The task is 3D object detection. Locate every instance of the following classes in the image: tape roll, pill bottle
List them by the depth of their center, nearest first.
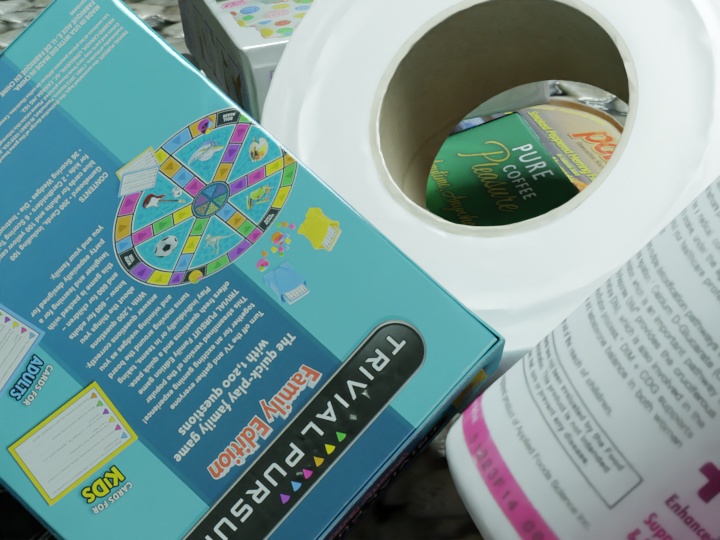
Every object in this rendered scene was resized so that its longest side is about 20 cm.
[{"bbox_3d":[0.133,0.029,0.638,0.200,0.113,0.114,-44,20,15],"label":"pill bottle"},{"bbox_3d":[0.064,-0.046,0.767,0.201,0.071,0.204,-8,63,16],"label":"tape roll"}]

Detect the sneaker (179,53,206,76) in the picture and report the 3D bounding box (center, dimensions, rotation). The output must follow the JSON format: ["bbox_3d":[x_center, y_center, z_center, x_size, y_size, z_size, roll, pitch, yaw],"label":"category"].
[{"bbox_3d":[-0.125,-0.053,0.941,0.199,0.081,0.071,-11,11,45],"label":"sneaker"}]

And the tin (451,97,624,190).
[{"bbox_3d":[0.095,-0.037,0.991,0.111,0.042,0.200,-12,27,-10],"label":"tin"}]

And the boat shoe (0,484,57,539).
[{"bbox_3d":[-0.156,0.108,0.672,0.073,0.069,0.199,16,31,34],"label":"boat shoe"}]

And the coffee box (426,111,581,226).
[{"bbox_3d":[0.000,0.000,0.869,0.198,0.044,0.123,-20,28,-5],"label":"coffee box"}]

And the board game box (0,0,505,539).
[{"bbox_3d":[-0.074,0.018,0.682,0.200,0.047,0.151,42,79,10],"label":"board game box"}]

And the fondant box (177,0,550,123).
[{"bbox_3d":[-0.006,-0.124,0.981,0.143,0.059,0.200,-12,23,-11],"label":"fondant box"}]
